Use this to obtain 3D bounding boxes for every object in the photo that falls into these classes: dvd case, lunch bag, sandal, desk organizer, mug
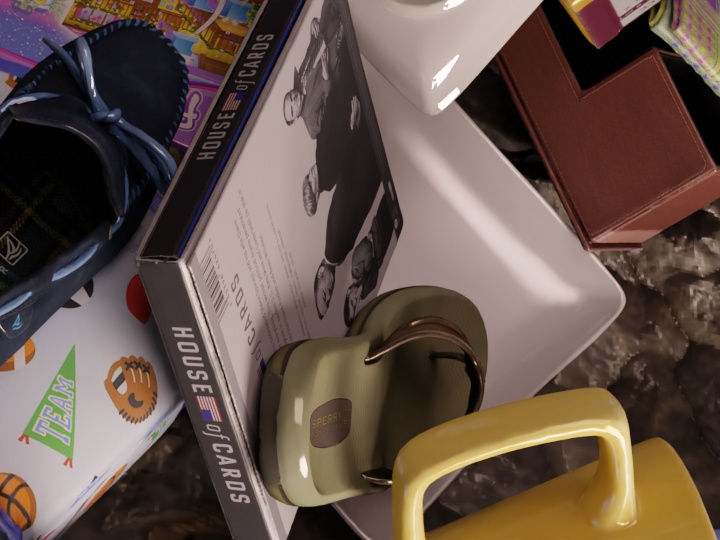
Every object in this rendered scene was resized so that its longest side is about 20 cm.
[{"bbox_3d":[-0.029,-0.012,0.774,0.025,0.151,0.201,1,41,19],"label":"dvd case"},{"bbox_3d":[-0.168,0.010,0.764,0.200,0.124,0.170,43,48,3],"label":"lunch bag"},{"bbox_3d":[0.019,0.054,0.786,0.201,0.057,0.080,-23,107,-67],"label":"sandal"},{"bbox_3d":[0.114,-0.116,0.966,0.072,0.077,0.201,-1,64,-60],"label":"desk organizer"},{"bbox_3d":[0.066,0.142,0.789,0.152,0.149,0.188,-13,92,-2],"label":"mug"}]

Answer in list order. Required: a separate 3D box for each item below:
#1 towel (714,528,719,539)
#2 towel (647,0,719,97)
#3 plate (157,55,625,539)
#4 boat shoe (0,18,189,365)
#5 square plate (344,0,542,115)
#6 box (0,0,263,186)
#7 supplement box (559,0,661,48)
[{"bbox_3d":[0.152,0.220,0.877,0.144,0.024,0.201,-5,69,-28],"label":"towel"},{"bbox_3d":[0.195,-0.136,1.005,0.144,0.023,0.201,43,34,-27],"label":"towel"},{"bbox_3d":[0.000,0.000,0.901,0.200,0.032,0.199,48,58,2],"label":"plate"},{"bbox_3d":[-0.106,-0.028,0.703,0.084,0.069,0.201,35,47,-14],"label":"boat shoe"},{"bbox_3d":[0.027,-0.205,0.823,0.198,0.028,0.200,44,96,9],"label":"square plate"},{"bbox_3d":[-0.117,-0.120,0.875,0.199,0.039,0.137,24,54,-3],"label":"box"},{"bbox_3d":[0.098,-0.224,0.881,0.131,0.103,0.201,-34,79,10],"label":"supplement box"}]
